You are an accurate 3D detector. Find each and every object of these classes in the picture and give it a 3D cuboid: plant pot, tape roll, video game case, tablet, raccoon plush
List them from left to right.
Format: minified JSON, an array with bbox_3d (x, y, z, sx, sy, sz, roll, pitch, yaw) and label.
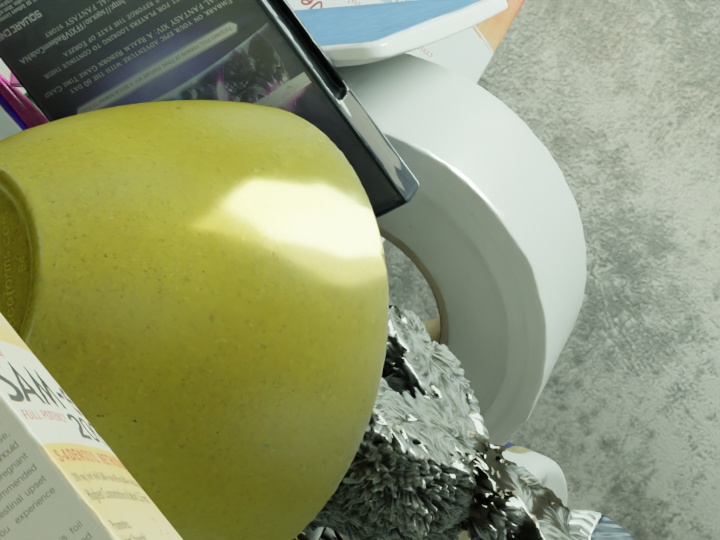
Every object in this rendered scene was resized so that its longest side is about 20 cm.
[{"bbox_3d":[-0.108,0.017,1.162,0.142,0.200,0.200,14,29,-45],"label":"plant pot"},{"bbox_3d":[-0.083,-0.087,1.246,0.200,0.143,0.019,53,42,-15],"label":"video game case"},{"bbox_3d":[-0.046,-0.103,1.310,0.130,0.199,0.014,-27,112,-56],"label":"tablet"},{"bbox_3d":[-0.005,0.109,1.227,0.200,0.134,0.097,53,30,10],"label":"raccoon plush"},{"bbox_3d":[0.000,0.000,1.332,0.203,0.202,0.071,49,37,-14],"label":"tape roll"}]

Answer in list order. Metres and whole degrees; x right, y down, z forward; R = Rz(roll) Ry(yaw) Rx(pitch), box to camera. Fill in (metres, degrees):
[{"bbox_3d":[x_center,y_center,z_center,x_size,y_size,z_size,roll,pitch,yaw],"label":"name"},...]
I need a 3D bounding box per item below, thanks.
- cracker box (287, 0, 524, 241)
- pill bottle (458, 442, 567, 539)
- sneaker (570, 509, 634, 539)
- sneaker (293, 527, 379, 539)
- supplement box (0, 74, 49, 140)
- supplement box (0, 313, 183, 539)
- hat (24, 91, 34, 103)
[{"bbox_3d":[-0.024,-0.091,1.456,0.134,0.201,0.058,33,-14,-11],"label":"cracker box"},{"bbox_3d":[-0.007,0.117,1.438,0.199,0.112,0.111,18,-11,22],"label":"pill bottle"},{"bbox_3d":[0.091,0.225,1.379,0.130,0.079,0.200,105,-13,-57],"label":"sneaker"},{"bbox_3d":[-0.029,0.148,1.265,0.075,0.106,0.200,49,3,-30],"label":"sneaker"},{"bbox_3d":[-0.176,-0.027,1.322,0.103,0.101,0.200,48,0,25],"label":"supplement box"},{"bbox_3d":[-0.113,0.088,0.959,0.200,0.073,0.126,50,1,8],"label":"supplement box"},{"bbox_3d":[-0.108,-0.053,1.554,0.176,0.165,0.201,170,-93,-71],"label":"hat"}]
